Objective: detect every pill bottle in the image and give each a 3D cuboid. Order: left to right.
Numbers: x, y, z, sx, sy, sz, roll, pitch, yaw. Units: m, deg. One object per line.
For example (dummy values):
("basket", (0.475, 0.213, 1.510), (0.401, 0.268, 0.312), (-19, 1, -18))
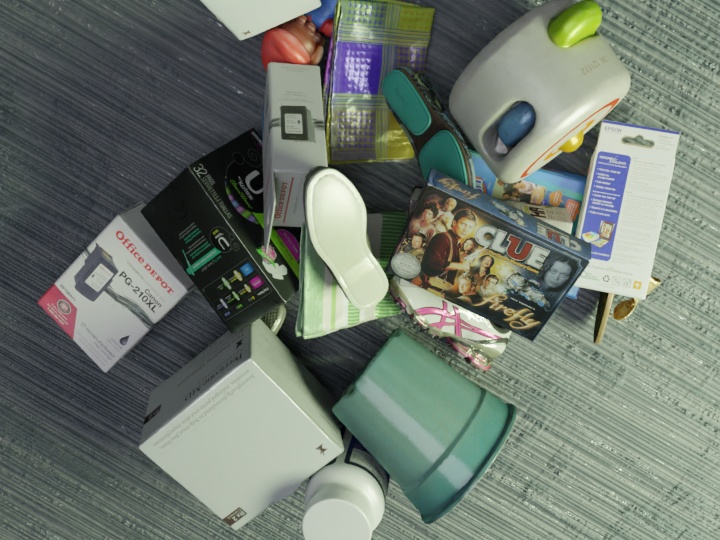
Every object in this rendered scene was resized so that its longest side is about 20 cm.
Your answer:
("pill bottle", (-0.017, 0.305, 0.975), (0.113, 0.200, 0.118), (3, 108, 9))

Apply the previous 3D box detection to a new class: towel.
("towel", (0.000, 0.000, 0.901), (0.023, 0.197, 0.156), (23, 116, 45))
("towel", (0.021, -0.232, 0.860), (0.141, 0.023, 0.204), (-2, 111, -27))

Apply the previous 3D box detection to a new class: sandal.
("sandal", (0.355, -0.001, 0.886), (0.068, 0.078, 0.217), (9, 103, 13))

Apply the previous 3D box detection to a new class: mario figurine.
("mario figurine", (-0.051, -0.325, 0.868), (0.201, 0.105, 0.124), (-49, 52, 10))

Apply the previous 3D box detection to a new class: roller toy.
("roller toy", (0.206, -0.196, 0.786), (0.181, 0.200, 0.141), (-37, 83, 10))

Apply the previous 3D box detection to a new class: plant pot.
("plant pot", (0.077, 0.199, 0.941), (0.195, 0.200, 0.201), (40, 109, 3))

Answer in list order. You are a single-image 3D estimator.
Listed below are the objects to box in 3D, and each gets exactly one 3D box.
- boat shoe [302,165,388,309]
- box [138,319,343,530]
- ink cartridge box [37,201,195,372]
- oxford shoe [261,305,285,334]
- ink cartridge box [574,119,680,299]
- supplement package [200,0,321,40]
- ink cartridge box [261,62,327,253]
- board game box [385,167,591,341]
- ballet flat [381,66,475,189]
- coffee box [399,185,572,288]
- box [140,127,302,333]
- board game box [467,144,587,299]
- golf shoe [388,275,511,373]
("boat shoe", (-0.025, -0.040, 0.792), (0.071, 0.060, 0.204), (-31, 132, -9))
("box", (-0.160, 0.208, 0.947), (0.198, 0.131, 0.201), (-37, 114, 7))
("ink cartridge box", (-0.346, 0.024, 1.004), (0.199, 0.084, 0.145), (-41, 98, 18))
("oxford shoe", (-0.170, 0.127, 1.025), (0.057, 0.075, 0.202), (23, 106, -44))
("ink cartridge box", (0.318, -0.073, 0.836), (0.093, 0.037, 0.205), (11, 98, 10))
("supplement package", (-0.134, -0.397, 0.786), (0.115, 0.117, 0.204), (-17, 78, 14))
("ink cartridge box", (-0.082, -0.133, 0.829), (0.065, 0.204, 0.116), (1, 152, -13))
("board game box", (0.142, -0.014, 0.786), (0.197, 0.035, 0.137), (25, 129, 1))
("ballet flat", (0.096, -0.159, 0.824), (0.073, 0.074, 0.203), (-27, 77, 16))
("coffee box", (0.153, -0.031, 0.861), (0.195, 0.080, 0.115), (10, 110, 7))
("box", (-0.155, -0.051, 0.902), (0.123, 0.149, 0.201), (-29, 102, 38))
("board game box", (0.211, -0.065, 0.906), (0.196, 0.045, 0.155), (16, 110, 4))
("golf shoe", (0.123, 0.053, 0.937), (0.199, 0.073, 0.093), (35, 96, -23))
